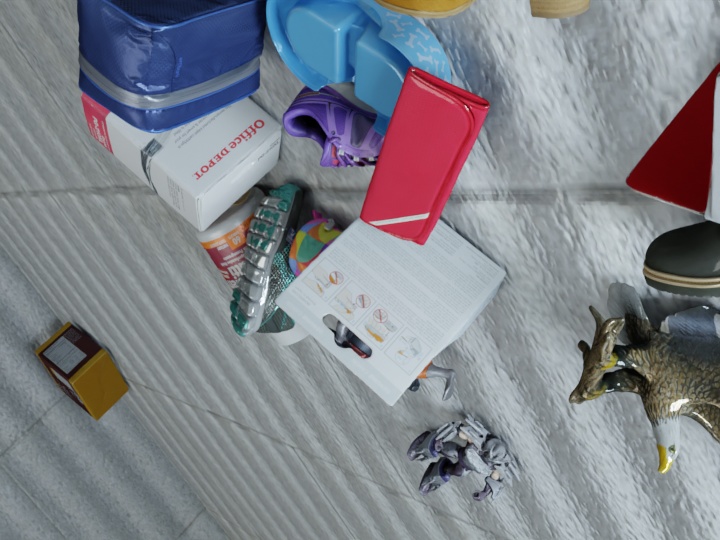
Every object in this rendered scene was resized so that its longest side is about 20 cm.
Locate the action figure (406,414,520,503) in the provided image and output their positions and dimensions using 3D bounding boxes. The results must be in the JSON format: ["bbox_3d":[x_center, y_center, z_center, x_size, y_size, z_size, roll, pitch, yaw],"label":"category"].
[{"bbox_3d":[0.142,0.265,1.206,0.132,0.069,0.199,58,149,-3],"label":"action figure"}]

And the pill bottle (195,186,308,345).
[{"bbox_3d":[-0.131,-0.003,1.191,0.109,0.110,0.202,2,130,54],"label":"pill bottle"}]

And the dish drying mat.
[{"bbox_3d":[0.052,-0.094,0.786,0.075,0.018,0.201,25,146,3],"label":"dish drying mat"}]

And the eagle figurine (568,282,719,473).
[{"bbox_3d":[0.286,0.105,0.746,0.195,0.155,0.152,10,-169,5],"label":"eagle figurine"}]

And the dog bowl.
[{"bbox_3d":[0.000,-0.201,0.795,0.198,0.050,0.113,37,152,21],"label":"dog bowl"}]

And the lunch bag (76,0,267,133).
[{"bbox_3d":[-0.184,-0.231,0.872,0.135,0.199,0.134,36,134,22],"label":"lunch bag"}]

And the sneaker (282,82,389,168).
[{"bbox_3d":[0.006,-0.121,0.858,0.197,0.084,0.082,28,149,28],"label":"sneaker"}]

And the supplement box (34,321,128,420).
[{"bbox_3d":[-0.832,0.300,2.589,0.198,0.133,0.200,29,149,31],"label":"supplement box"}]

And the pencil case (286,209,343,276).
[{"bbox_3d":[0.000,0.000,1.035,0.198,0.088,0.090,27,148,34],"label":"pencil case"}]

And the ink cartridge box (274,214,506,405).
[{"bbox_3d":[0.032,0.025,0.889,0.159,0.200,0.048,39,152,13],"label":"ink cartridge box"}]

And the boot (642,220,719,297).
[{"bbox_3d":[0.264,-0.065,0.582,0.198,0.077,0.140,-15,112,46],"label":"boot"}]

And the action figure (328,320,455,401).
[{"bbox_3d":[0.048,0.094,1.120,0.192,0.106,0.199,26,175,47],"label":"action figure"}]

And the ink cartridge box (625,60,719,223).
[{"bbox_3d":[0.244,-0.100,0.403,0.173,0.200,0.085,24,146,34],"label":"ink cartridge box"}]

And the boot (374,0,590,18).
[{"bbox_3d":[0.074,-0.257,0.604,0.198,0.071,0.146,17,135,40],"label":"boot"}]

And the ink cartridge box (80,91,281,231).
[{"bbox_3d":[-0.211,-0.169,1.041,0.199,0.145,0.085,40,155,12],"label":"ink cartridge box"}]

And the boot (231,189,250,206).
[{"bbox_3d":[-0.219,-0.138,1.182,0.201,0.073,0.155,53,154,15],"label":"boot"}]

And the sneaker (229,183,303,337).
[{"bbox_3d":[-0.102,-0.010,1.110,0.090,0.204,0.077,10,-165,-35],"label":"sneaker"}]
